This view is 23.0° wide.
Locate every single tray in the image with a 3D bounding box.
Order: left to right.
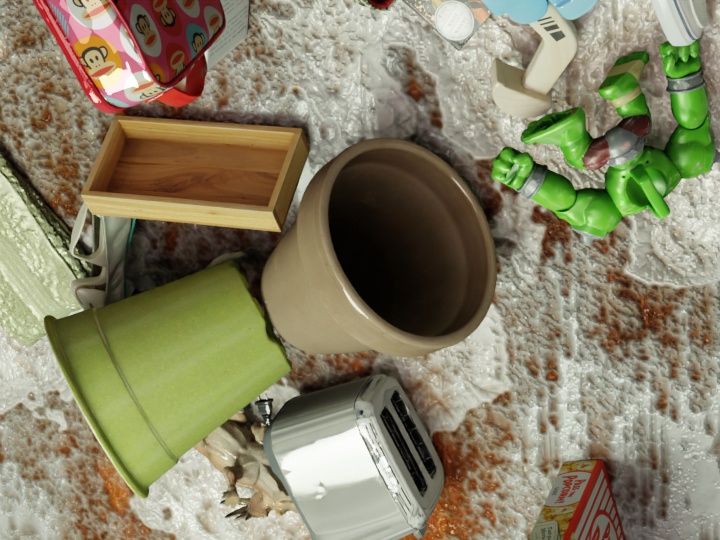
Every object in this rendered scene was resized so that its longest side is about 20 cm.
[{"bbox_3d":[-0.157,-0.093,1.693,0.199,0.099,0.037,5,148,20],"label":"tray"}]

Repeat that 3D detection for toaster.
[{"bbox_3d":[-0.005,0.188,1.771,0.129,0.114,0.201,-21,104,25],"label":"toaster"}]

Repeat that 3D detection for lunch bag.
[{"bbox_3d":[-0.182,-0.218,1.463,0.082,0.200,0.177,-23,106,24],"label":"lunch bag"}]

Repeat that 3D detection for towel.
[{"bbox_3d":[-0.371,-0.023,1.854,0.148,0.037,0.200,-32,100,33],"label":"towel"}]

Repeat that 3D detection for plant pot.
[{"bbox_3d":[-0.174,0.087,1.712,0.189,0.200,0.201,-29,105,-3],"label":"plant pot"},{"bbox_3d":[0.000,0.000,1.645,0.200,0.200,0.174,50,141,-8],"label":"plant pot"}]

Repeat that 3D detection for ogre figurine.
[{"bbox_3d":[0.223,-0.103,1.531,0.200,0.098,0.120,-38,107,-12],"label":"ogre figurine"}]

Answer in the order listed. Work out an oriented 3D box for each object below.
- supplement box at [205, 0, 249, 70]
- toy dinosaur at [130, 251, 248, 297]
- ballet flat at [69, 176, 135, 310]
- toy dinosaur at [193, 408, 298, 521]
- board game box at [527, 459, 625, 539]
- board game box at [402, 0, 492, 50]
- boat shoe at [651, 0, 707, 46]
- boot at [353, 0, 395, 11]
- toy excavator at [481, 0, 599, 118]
[{"bbox_3d":[-0.159,-0.294,1.591,0.101,0.103,0.201,13,121,14],"label":"supplement box"},{"bbox_3d":[-0.190,0.034,1.808,0.088,0.047,0.200,31,120,0],"label":"toy dinosaur"},{"bbox_3d":[-0.263,-0.002,1.788,0.063,0.067,0.201,-2,109,-25],"label":"ballet flat"},{"bbox_3d":[-0.135,0.187,1.846,0.200,0.086,0.136,53,168,13],"label":"toy dinosaur"},{"bbox_3d":[0.206,0.296,1.685,0.046,0.200,0.152,-8,113,25],"label":"board game box"},{"bbox_3d":[0.098,-0.305,1.520,0.135,0.035,0.200,41,123,-1],"label":"board game box"},{"bbox_3d":[0.266,-0.282,1.439,0.067,0.074,0.201,-5,112,26],"label":"boat shoe"},{"bbox_3d":[-0.031,-0.325,1.505,0.154,0.073,0.204,28,133,42],"label":"boot"},{"bbox_3d":[0.152,-0.230,1.474,0.194,0.100,0.200,-29,128,27],"label":"toy excavator"}]
